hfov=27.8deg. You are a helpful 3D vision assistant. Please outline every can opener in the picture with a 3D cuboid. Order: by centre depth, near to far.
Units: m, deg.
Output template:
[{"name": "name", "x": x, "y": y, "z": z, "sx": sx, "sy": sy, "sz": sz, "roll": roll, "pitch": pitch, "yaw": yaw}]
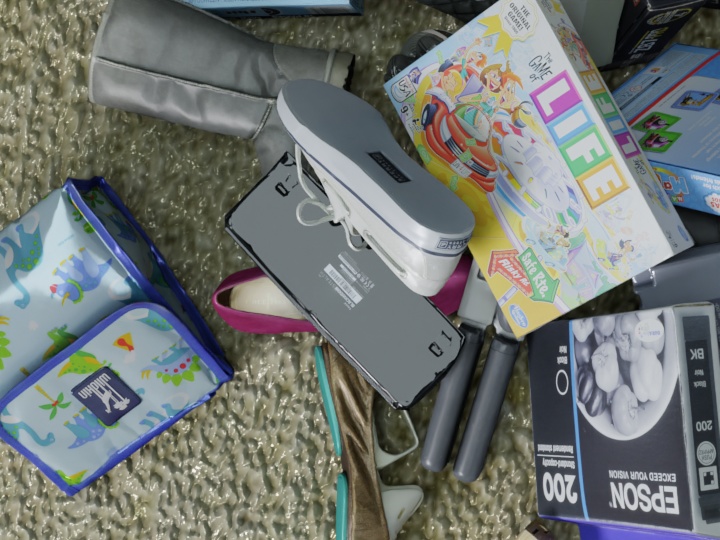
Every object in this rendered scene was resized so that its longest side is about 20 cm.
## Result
[{"name": "can opener", "x": 0.088, "y": 0.063, "z": 1.067, "sx": 0.053, "sy": 0.067, "sz": 0.200, "roll": 17, "pitch": 102, "yaw": 9}]

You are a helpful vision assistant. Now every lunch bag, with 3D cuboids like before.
[{"name": "lunch bag", "x": -0.221, "y": 0.053, "z": 1.140, "sx": 0.170, "sy": 0.127, "sz": 0.200, "roll": -36, "pitch": 92, "yaw": 7}]

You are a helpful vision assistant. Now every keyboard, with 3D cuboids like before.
[{"name": "keyboard", "x": 0.000, "y": 0.000, "z": 1.076, "sx": 0.104, "sy": 0.040, "sz": 0.200, "roll": -44, "pitch": 84, "yaw": 9}]

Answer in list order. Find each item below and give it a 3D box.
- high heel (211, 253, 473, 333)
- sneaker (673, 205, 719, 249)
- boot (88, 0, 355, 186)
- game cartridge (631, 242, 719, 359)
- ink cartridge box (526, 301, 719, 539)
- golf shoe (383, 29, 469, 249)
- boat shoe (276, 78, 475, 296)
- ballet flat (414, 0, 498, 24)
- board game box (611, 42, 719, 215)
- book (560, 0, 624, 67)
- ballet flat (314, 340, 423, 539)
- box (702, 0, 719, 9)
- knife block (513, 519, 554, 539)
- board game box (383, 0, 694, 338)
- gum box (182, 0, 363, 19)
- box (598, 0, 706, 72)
[{"name": "high heel", "x": -0.010, "y": 0.013, "z": 1.096, "sx": 0.200, "sy": 0.096, "sz": 0.067, "roll": -2, "pitch": 87, "yaw": 14}, {"name": "sneaker", "x": 0.244, "y": -0.053, "z": 1.055, "sx": 0.200, "sy": 0.073, "sz": 0.112, "roll": 41, "pitch": 94, "yaw": 4}, {"name": "boot", "x": -0.117, "y": -0.116, "z": 1.128, "sx": 0.200, "sy": 0.073, "sz": 0.182, "roll": 13, "pitch": 89, "yaw": 2}, {"name": "game cartridge", "x": 0.278, "y": 0.072, "z": 1.008, "sx": 0.133, "sy": 0.041, "sz": 0.200, "roll": -11, "pitch": 107, "yaw": 31}, {"name": "ink cartridge box", "x": 0.182, "y": 0.128, "z": 1.000, "sx": 0.043, "sy": 0.198, "sz": 0.200, "roll": -4, "pitch": 86, "yaw": -23}, {"name": "golf shoe", "x": 0.094, "y": -0.094, "z": 1.090, "sx": 0.078, "sy": 0.095, "sz": 0.200, "roll": -18, "pitch": 109, "yaw": 24}, {"name": "boat shoe", "x": 0.000, "y": -0.052, "z": 1.016, "sx": 0.202, "sy": 0.075, "sz": 0.086, "roll": 45, "pitch": 131, "yaw": 33}, {"name": "ballet flat", "x": 0.040, "y": -0.209, "z": 1.090, "sx": 0.200, "sy": 0.066, "sz": 0.057, "roll": 17, "pitch": 118, "yaw": -2}, {"name": "board game box", "x": 0.253, "y": -0.094, "z": 0.977, "sx": 0.200, "sy": 0.151, "sz": 0.037, "roll": 18, "pitch": 136, "yaw": 45}, {"name": "book", "x": 0.135, "y": -0.259, "z": 1.026, "sx": 0.048, "sy": 0.134, "sz": 0.200, "roll": -14, "pitch": 67, "yaw": -5}, {"name": "ballet flat", "x": 0.010, "y": 0.147, "z": 1.110, "sx": 0.072, "sy": 0.068, "sz": 0.200, "roll": -5, "pitch": 82, "yaw": -5}, {"name": "box", "x": 0.310, "y": -0.288, "z": 1.055, "sx": 0.157, "sy": 0.050, "sz": 0.200, "roll": 9, "pitch": 89, "yaw": 15}, {"name": "knife block", "x": 0.064, "y": 0.292, "z": 1.080, "sx": 0.175, "sy": 0.064, "sz": 0.200, "roll": -5, "pitch": 86, "yaw": 13}, {"name": "board game box", "x": 0.115, "y": -0.073, "z": 0.973, "sx": 0.134, "sy": 0.034, "sz": 0.200, "roll": -32, "pitch": 82, "yaw": 36}, {"name": "gum box", "x": -0.082, "y": -0.303, "z": 1.157, "sx": 0.170, "sy": 0.045, "sz": 0.200, "roll": 1, "pitch": 87, "yaw": 14}, {"name": "box", "x": 0.182, "y": -0.258, "z": 1.028, "sx": 0.049, "sy": 0.161, "sz": 0.200, "roll": -13, "pitch": 85, "yaw": -3}]
